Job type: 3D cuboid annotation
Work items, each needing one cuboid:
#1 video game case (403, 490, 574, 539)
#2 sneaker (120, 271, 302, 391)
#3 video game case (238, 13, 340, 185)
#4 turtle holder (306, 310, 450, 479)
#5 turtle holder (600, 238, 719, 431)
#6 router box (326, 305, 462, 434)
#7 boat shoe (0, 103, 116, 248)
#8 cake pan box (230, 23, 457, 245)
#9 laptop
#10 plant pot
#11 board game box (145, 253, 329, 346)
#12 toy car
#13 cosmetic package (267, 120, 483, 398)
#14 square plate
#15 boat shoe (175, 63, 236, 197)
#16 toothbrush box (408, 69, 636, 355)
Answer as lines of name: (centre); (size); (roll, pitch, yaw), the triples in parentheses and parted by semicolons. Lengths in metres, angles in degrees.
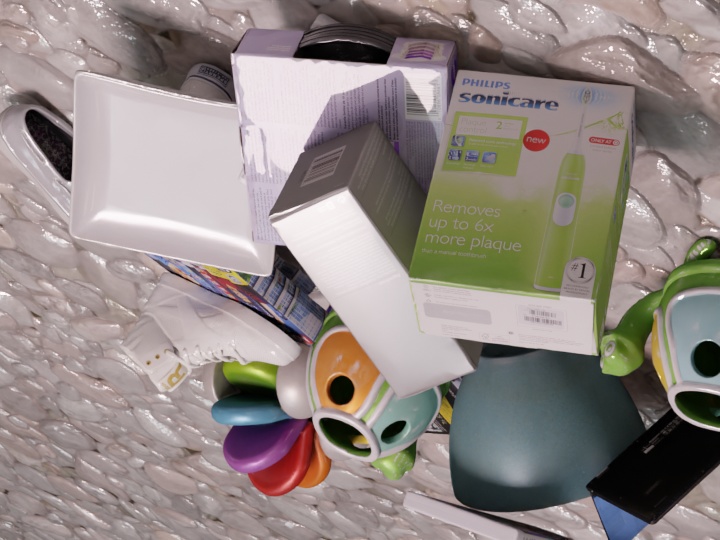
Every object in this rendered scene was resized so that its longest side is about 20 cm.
video game case: (0.154, 0.253, 1.728); (0.143, 0.018, 0.199); (14, 175, 44)
sneaker: (-0.158, 0.086, 1.854); (0.199, 0.116, 0.074); (21, 160, 37)
video game case: (0.015, -0.100, 1.551); (0.199, 0.023, 0.183); (28, 126, -2)
turtle holder: (0.010, 0.119, 1.772); (0.140, 0.132, 0.186); (26, 151, 3)
turtle holder: (0.300, 0.058, 1.536); (0.184, 0.132, 0.141); (20, 153, 12)
router box: (0.075, 0.098, 1.893); (0.156, 0.052, 0.200); (-1, 141, 42)
boat shoe: (-0.289, -0.100, 1.868); (0.200, 0.072, 0.068); (50, 150, -20)
cake pan box: (-0.009, -0.107, 1.507); (0.183, 0.052, 0.201); (3, 126, 12)
laptop: (0.315, 0.184, 1.653); (0.116, 0.187, 0.200); (53, 169, -17)
plant pot: (0.172, 0.131, 1.754); (0.199, 0.200, 0.136); (-2, 107, 44)
board game box: (-0.112, 0.014, 1.873); (0.200, 0.062, 0.199); (42, 164, -35)
toy car: (-0.098, 0.178, 2.083); (0.174, 0.151, 0.200); (2, 144, 40)
cosmetic package: (0.022, -0.007, 1.473); (0.090, 0.107, 0.201); (-20, 116, 26)
square plate: (-0.165, -0.090, 1.644); (0.196, 0.029, 0.201); (11, 134, 0)
boat shoe: (-0.159, -0.107, 1.708); (0.074, 0.086, 0.202); (27, 153, 0)
toothbrush box: (0.130, -0.047, 1.405); (0.144, 0.201, 0.086); (8, 148, 14)
